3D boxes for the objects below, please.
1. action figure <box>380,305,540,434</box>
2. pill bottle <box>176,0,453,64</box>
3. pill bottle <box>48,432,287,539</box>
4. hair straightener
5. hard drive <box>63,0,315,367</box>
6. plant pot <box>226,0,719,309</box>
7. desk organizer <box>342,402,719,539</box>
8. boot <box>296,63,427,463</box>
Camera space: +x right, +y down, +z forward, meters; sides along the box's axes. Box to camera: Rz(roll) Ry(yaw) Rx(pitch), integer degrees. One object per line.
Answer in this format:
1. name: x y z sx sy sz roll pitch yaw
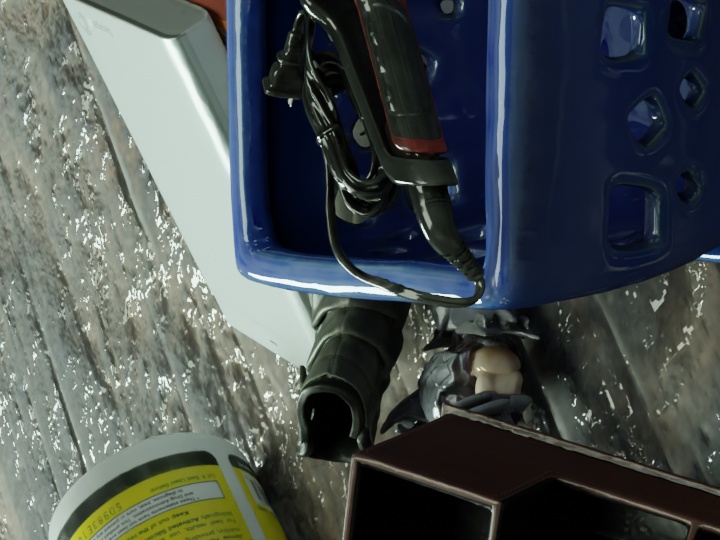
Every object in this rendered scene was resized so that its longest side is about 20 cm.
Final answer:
1. action figure: 0.044 0.092 1.228 0.130 0.069 0.201 108 159 -86
2. pill bottle: -0.030 -0.143 1.303 0.200 0.112 0.113 32 119 53
3. pill bottle: -0.071 0.188 1.396 0.201 0.112 0.113 62 140 35
4. hair straightener: 0.000 -0.074 1.003 0.077 0.041 0.201 -44 61 51
5. hard drive: -0.068 -0.044 1.354 0.132 0.026 0.201 28 148 57
6. plant pot: 0.071 -0.091 1.082 0.200 0.179 0.201 7 98 57
7. desk organizer: 0.094 0.118 1.085 0.199 0.077 0.072 16 108 29
8. boot: 0.000 0.000 1.224 0.200 0.067 0.131 83 -165 -62
